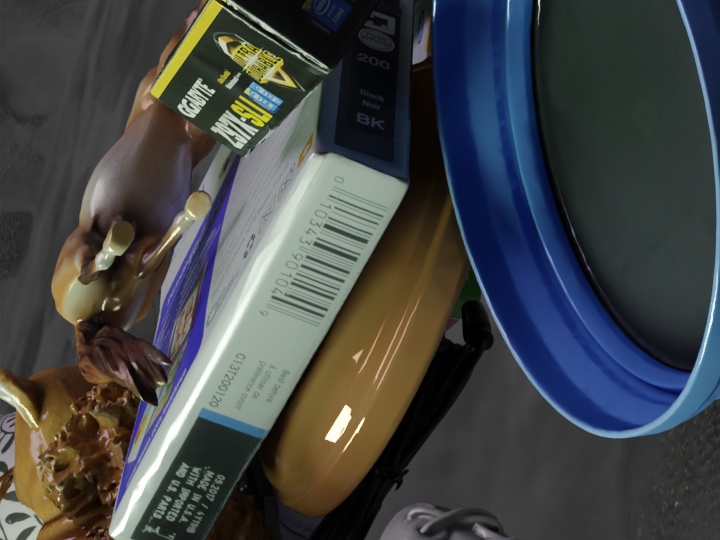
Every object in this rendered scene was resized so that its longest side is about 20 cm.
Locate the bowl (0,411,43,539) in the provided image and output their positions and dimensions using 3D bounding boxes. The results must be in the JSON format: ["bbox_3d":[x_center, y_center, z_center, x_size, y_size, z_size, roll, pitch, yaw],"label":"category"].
[{"bbox_3d":[-0.118,0.132,1.298,0.094,0.201,0.201,-44,28,23],"label":"bowl"}]

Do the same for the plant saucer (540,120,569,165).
[{"bbox_3d":[0.091,-0.123,0.914,0.201,0.039,0.201,-167,90,-77],"label":"plant saucer"}]

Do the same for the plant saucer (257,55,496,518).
[{"bbox_3d":[0.000,0.000,0.949,0.200,0.037,0.200,-158,90,-79],"label":"plant saucer"}]

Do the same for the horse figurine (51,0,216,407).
[{"bbox_3d":[-0.083,-0.031,0.958,0.133,0.050,0.200,133,157,-60],"label":"horse figurine"}]

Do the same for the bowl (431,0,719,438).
[{"bbox_3d":[0.081,-0.046,0.766,0.201,0.039,0.201,169,90,-70],"label":"bowl"}]

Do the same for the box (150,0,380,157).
[{"bbox_3d":[0.009,-0.142,0.805,0.200,0.049,0.160,-57,8,-11],"label":"box"}]

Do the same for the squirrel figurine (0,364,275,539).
[{"bbox_3d":[-0.106,0.118,1.117,0.200,0.141,0.187,-51,47,53],"label":"squirrel figurine"}]

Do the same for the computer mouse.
[{"bbox_3d":[0.005,0.066,1.024,0.141,0.046,0.200,-57,-1,2],"label":"computer mouse"}]

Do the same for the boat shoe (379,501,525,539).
[{"bbox_3d":[0.032,0.121,0.899,0.200,0.072,0.066,117,158,-69],"label":"boat shoe"}]

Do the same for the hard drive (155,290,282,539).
[{"bbox_3d":[-0.063,0.077,1.204,0.135,0.042,0.200,90,161,-44],"label":"hard drive"}]

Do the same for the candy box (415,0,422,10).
[{"bbox_3d":[0.020,-0.137,1.139,0.102,0.026,0.200,-52,2,-36],"label":"candy box"}]

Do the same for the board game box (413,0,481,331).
[{"bbox_3d":[0.013,-0.027,1.155,0.200,0.040,0.153,134,147,-64],"label":"board game box"}]

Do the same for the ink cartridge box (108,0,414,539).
[{"bbox_3d":[-0.036,-0.018,0.945,0.200,0.043,0.198,-87,23,-56],"label":"ink cartridge box"}]
